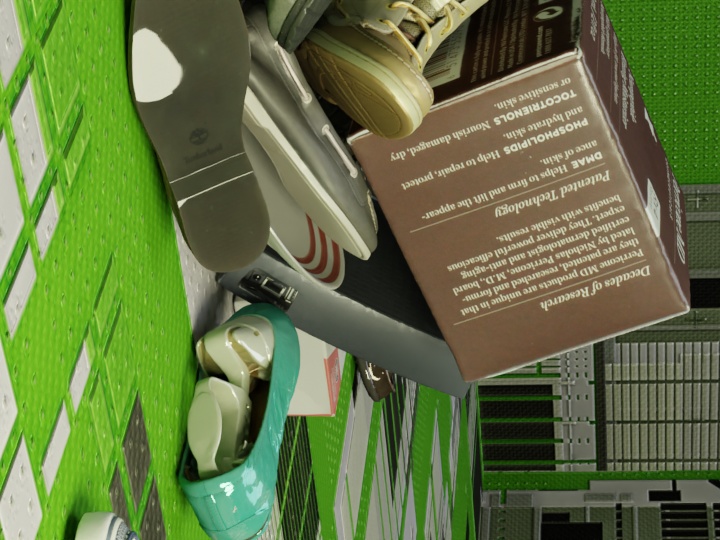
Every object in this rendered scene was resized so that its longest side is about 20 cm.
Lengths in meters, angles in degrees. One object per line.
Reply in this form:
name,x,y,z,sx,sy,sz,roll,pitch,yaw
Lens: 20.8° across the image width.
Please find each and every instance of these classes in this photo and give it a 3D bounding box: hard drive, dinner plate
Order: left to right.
dinner plate,-0.067,-0.075,1.301,0.201,0.024,0.201,60,13,-23
hard drive,0.000,0.000,1.396,0.042,0.199,0.136,-51,-159,37

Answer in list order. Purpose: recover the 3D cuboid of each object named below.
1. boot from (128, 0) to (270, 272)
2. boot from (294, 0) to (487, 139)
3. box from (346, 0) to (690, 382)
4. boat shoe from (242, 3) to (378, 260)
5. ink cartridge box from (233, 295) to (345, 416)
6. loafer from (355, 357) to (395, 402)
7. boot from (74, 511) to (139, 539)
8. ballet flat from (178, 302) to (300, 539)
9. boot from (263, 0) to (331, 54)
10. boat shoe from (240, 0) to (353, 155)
boot,-0.103,-0.102,1.148,0.076,0.073,0.202,-131,-150,-58
boot,0.040,-0.160,1.205,0.073,0.155,0.200,54,-5,-20
box,0.110,-0.068,1.311,0.201,0.163,0.166,62,19,-25
boat shoe,-0.031,-0.084,1.241,0.057,0.067,0.200,-48,131,-11
ink cartridge box,-0.045,0.001,1.500,0.201,0.067,0.117,-80,167,-49
loafer,0.031,0.038,2.068,0.073,0.070,0.202,64,26,-73
boot,-0.092,0.208,1.007,0.073,0.089,0.202,-80,167,-57
ballet flat,-0.078,0.078,1.250,0.201,0.067,0.071,-87,158,-44
boot,-0.071,-0.204,1.172,0.068,0.130,0.200,-52,-169,17
boat shoe,-0.044,-0.160,1.367,0.074,0.075,0.202,48,23,-73
